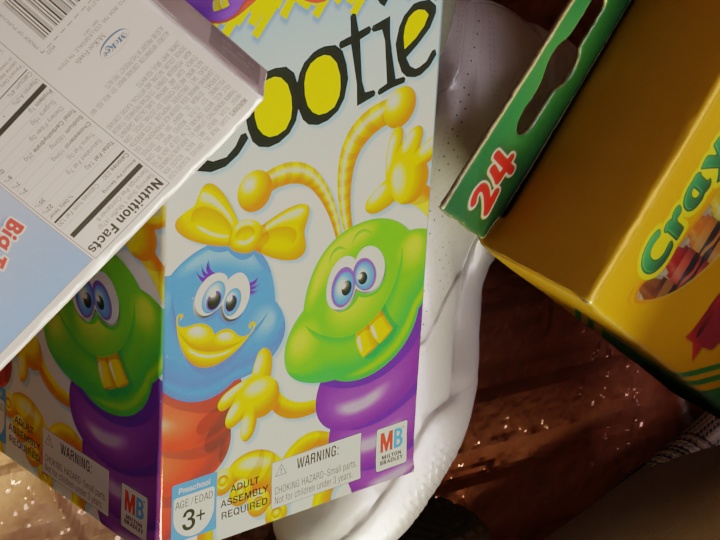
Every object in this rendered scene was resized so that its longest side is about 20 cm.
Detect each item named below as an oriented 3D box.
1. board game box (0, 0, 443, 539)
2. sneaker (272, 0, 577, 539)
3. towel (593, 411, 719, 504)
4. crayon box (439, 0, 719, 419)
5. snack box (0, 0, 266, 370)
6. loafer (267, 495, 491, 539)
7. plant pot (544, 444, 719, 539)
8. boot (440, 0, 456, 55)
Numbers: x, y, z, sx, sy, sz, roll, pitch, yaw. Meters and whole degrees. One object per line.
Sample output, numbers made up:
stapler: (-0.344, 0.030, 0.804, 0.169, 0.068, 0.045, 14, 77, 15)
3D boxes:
board game box: (-0.048, -0.034, 0.825, 0.103, 0.105, 0.200, -16, 120, -37)
sneaker: (0.000, 0.000, 0.925, 0.088, 0.075, 0.200, 24, 86, -35)
towel: (0.144, 0.175, 1.071, 0.193, 0.035, 0.200, -35, 92, -36)
crayon box: (0.116, -0.030, 0.931, 0.127, 0.051, 0.200, -59, 146, -1)
snack box: (-0.117, -0.005, 0.749, 0.072, 0.024, 0.200, 40, 109, -17)
loafer: (-0.031, 0.133, 0.946, 0.200, 0.076, 0.067, -16, 114, -38)
plant pot: (0.162, 0.153, 0.940, 0.200, 0.177, 0.200, -27, 85, -50)
boot: (0.063, -0.146, 0.900, 0.200, 0.073, 0.182, -13, 112, -46)
